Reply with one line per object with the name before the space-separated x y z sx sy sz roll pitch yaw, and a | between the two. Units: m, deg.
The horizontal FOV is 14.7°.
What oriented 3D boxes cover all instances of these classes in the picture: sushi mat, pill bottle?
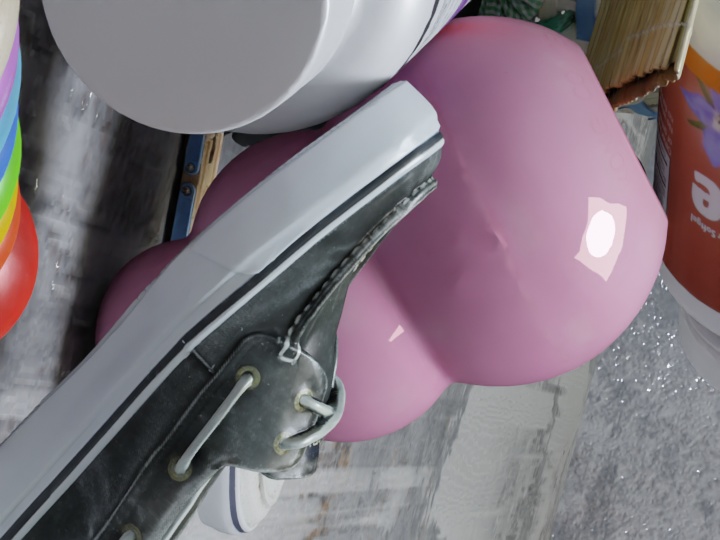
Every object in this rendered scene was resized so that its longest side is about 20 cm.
sushi mat | 0.117 -0.152 0.971 0.096 0.012 0.201 155 -47 -74
pill bottle | -0.022 -0.104 0.827 0.200 0.111 0.112 -49 152 -67
pill bottle | 0.165 -0.041 1.041 0.201 0.112 0.113 86 21 -49

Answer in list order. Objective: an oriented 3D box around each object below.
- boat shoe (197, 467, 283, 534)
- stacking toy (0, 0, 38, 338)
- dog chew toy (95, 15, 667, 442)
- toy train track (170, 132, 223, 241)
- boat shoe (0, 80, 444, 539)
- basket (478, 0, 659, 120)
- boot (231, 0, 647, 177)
boat shoe | -0.017 0.016 1.132 0.071 0.069 0.201 -23 127 -77
stacking toy | -0.108 -0.025 0.610 0.200 0.085 0.086 95 13 -73
dog chew toy | 0.000 0.000 0.936 0.125 0.199 0.125 61 7 -13
toy train track | -0.052 -0.006 1.019 0.115 0.032 0.201 -44 146 -71
boat shoe | -0.037 0.033 0.816 0.200 0.071 0.072 -46 176 16
basket | 0.078 -0.150 1.142 0.139 0.200 0.177 4 101 -37
boot | 0.048 -0.126 1.027 0.066 0.164 0.201 -59 162 -75
